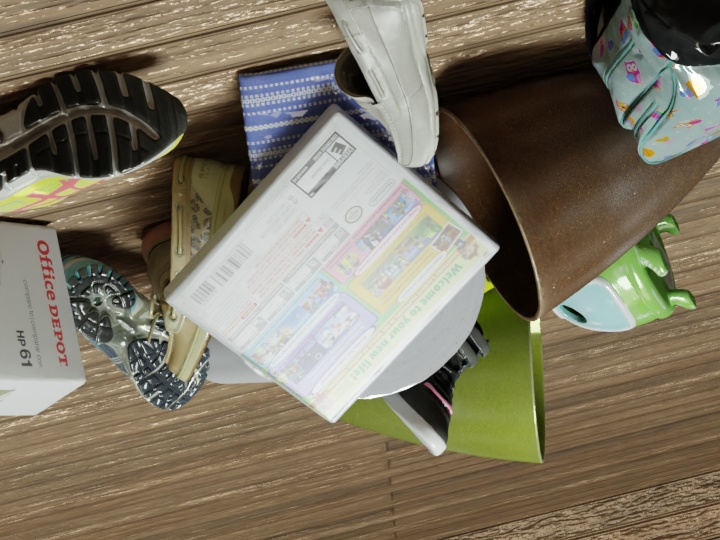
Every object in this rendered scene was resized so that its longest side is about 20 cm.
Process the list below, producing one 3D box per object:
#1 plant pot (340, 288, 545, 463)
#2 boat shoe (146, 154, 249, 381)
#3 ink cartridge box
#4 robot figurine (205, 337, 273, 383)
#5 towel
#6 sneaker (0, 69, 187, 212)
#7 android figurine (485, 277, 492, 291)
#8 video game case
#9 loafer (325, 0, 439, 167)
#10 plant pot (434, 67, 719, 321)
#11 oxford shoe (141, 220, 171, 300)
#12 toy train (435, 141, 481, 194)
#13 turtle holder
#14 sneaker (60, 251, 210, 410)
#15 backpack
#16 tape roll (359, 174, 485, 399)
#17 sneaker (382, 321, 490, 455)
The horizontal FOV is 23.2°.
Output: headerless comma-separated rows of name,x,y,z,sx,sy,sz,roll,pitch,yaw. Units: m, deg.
plant pot,0.076,0.098,1.719,0.197,0.189,0.187,-4,163,9
boat shoe,-0.139,-0.003,1.447,0.062,0.073,0.202,15,115,-1
ink cartridge box,-0.331,0.035,1.403,0.199,0.146,0.084,6,152,-46
robot figurine,-0.094,0.046,1.615,0.169,0.114,0.199,18,165,-40
towel,-0.012,-0.070,1.346,0.143,0.024,0.202,-11,118,-7
sneaker,-0.214,-0.089,1.263,0.198,0.079,0.090,-12,171,13
android figurine,0.078,0.003,1.678,0.199,0.041,0.181,-29,-165,-32
video game case,-0.021,-0.001,1.354,0.182,0.022,0.200,38,103,-25
loafer,0.016,-0.142,1.238,0.069,0.070,0.201,-12,143,1
plant pot,0.185,-0.086,1.422,0.198,0.188,0.187,-25,163,-10
oxford shoe,-0.090,-0.015,1.528,0.198,0.074,0.071,-16,139,1
toy train,0.076,-0.058,1.580,0.149,0.056,0.200,-18,161,12
turtle holder,0.232,-0.014,1.689,0.131,0.142,0.185,-20,162,21
sneaker,-0.209,0.046,1.564,0.078,0.086,0.200,-47,130,-10
backpack,0.241,-0.166,1.276,0.165,0.128,0.200,-13,165,-13
tape roll,0.000,0.000,1.432,0.198,0.203,0.066,-11,-162,-11
sneaker,0.067,0.084,1.516,0.099,0.071,0.200,-37,-160,5
